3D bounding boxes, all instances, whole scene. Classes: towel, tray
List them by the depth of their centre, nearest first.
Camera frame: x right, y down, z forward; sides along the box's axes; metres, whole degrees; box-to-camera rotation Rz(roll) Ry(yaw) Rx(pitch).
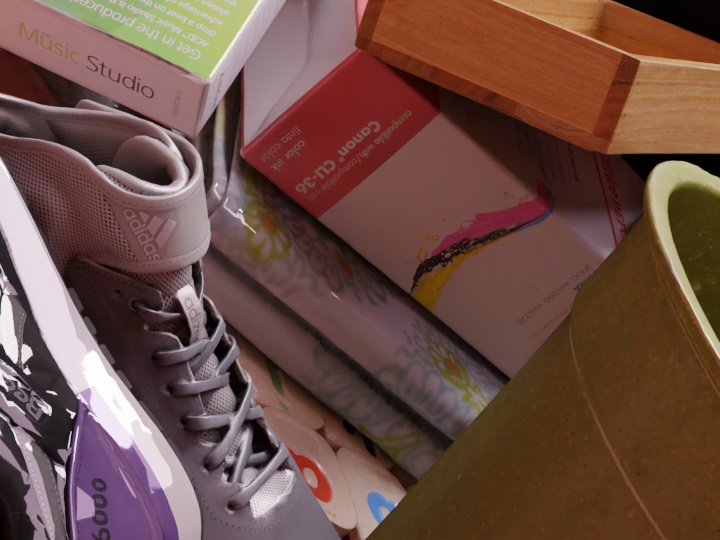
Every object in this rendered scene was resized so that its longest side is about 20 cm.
[{"bbox_3d":[0.088,-0.074,0.776,0.098,0.037,0.200,25,13,24],"label":"tray"},{"bbox_3d":[0.000,0.000,0.837,0.200,0.048,0.171,40,24,-22],"label":"towel"}]

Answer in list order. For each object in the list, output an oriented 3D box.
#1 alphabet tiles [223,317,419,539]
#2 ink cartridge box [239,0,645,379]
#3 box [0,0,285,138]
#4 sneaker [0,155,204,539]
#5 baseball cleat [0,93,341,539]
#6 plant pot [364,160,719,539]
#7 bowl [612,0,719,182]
[{"bbox_3d":[-0.014,0.040,0.818,0.200,0.015,0.196,32,25,-39],"label":"alphabet tiles"},{"bbox_3d":[0.046,-0.034,0.823,0.200,0.067,0.117,39,25,-25],"label":"ink cartridge box"},{"bbox_3d":[-0.079,-0.152,0.785,0.144,0.036,0.200,26,52,5],"label":"box"},{"bbox_3d":[-0.124,0.018,0.562,0.200,0.076,0.088,51,27,4],"label":"sneaker"},{"bbox_3d":[-0.059,0.029,0.622,0.200,0.106,0.070,43,35,-4],"label":"baseball cleat"},{"bbox_3d":[0.087,0.101,0.676,0.200,0.190,0.200,41,24,-22],"label":"plant pot"},{"bbox_3d":[0.166,-0.068,0.896,0.039,0.201,0.201,-29,78,-36],"label":"bowl"}]
